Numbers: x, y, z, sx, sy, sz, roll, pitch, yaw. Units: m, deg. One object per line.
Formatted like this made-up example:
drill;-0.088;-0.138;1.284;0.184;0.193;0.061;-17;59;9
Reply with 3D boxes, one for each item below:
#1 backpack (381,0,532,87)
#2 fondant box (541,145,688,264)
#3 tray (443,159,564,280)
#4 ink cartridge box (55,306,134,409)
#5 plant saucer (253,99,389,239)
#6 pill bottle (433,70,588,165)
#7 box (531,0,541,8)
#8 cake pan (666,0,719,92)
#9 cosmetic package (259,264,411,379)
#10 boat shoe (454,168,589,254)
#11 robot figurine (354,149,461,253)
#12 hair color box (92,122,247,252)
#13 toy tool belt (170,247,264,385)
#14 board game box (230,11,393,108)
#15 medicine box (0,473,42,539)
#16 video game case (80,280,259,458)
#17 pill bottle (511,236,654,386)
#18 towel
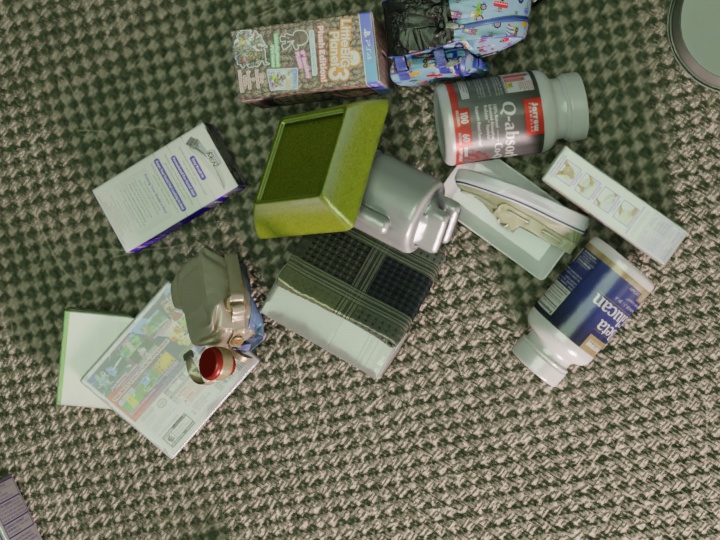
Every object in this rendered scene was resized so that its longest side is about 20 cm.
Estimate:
backpack;0.141;-0.331;1.614;0.200;0.183;0.135;-7;94;12
fondant box;0.344;-0.090;1.619;0.200;0.144;0.058;35;98;5
tray;0.213;-0.085;1.701;0.200;0.022;0.107;37;96;5
ink cartridge box;-0.352;0.138;1.783;0.200;0.048;0.146;6;94;-8
plant saucer;-0.069;-0.149;1.638;0.200;0.048;0.200;-4;64;45
pill bottle;0.208;-0.216;1.641;0.200;0.116;0.116;-9;92;-1
box;0.269;-0.495;1.659;0.200;0.046;0.159;-40;87;9
cake pan;0.528;-0.345;1.634;0.200;0.037;0.201;0;93;8
cosmetic package;-0.034;0.070;1.703;0.200;0.107;0.090;32;97;4
boat shoe;0.220;-0.084;1.653;0.200;0.072;0.062;23;94;4
robot figurine;0.039;-0.099;1.653;0.200;0.170;0.113;28;119;17
hair color box;-0.282;-0.122;1.751;0.200;0.065;0.109;-29;88;10
toy tool belt;-0.184;0.069;1.690;0.125;0.123;0.200;-37;56;35
board game box;-0.065;-0.293;1.662;0.200;0.159;0.097;-6;93;9
medicine box;-0.587;0.443;1.803;0.182;0.103;0.200;-25;89;9
video game case;-0.283;0.148;1.757;0.182;0.023;0.200;42;91;-7
pill bottle;0.305;0.061;1.649;0.111;0.111;0.200;40;98;5
towel;0.000;0.000;1.673;0.200;0.035;0.193;29;52;3
